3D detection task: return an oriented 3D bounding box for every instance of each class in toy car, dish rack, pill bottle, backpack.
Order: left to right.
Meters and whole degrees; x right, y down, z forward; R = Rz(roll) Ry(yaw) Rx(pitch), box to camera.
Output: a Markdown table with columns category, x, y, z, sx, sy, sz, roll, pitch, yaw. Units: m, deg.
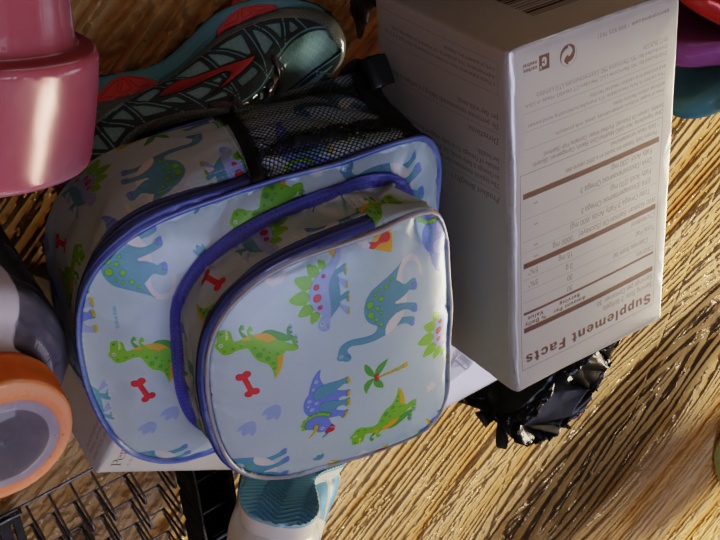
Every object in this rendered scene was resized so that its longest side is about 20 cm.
| category | x | y | z | sx | sy | sz | roll | pitch | yaw |
| --- | --- | --- | --- | --- | --- | --- | --- | --- | --- |
| pill bottle | -0.212 | 0.023 | 0.668 | 0.106 | 0.200 | 0.107 | -22 | 135 | -24 |
| dish rack | -0.184 | 0.200 | 0.957 | 0.199 | 0.055 | 0.154 | -26 | 136 | -23 |
| backpack | -0.052 | 0.012 | 0.690 | 0.198 | 0.147 | 0.184 | -16 | 128 | -16 |
| toy car | 0.268 | -0.185 | 0.957 | 0.148 | 0.176 | 0.201 | 2 | 130 | 1 |

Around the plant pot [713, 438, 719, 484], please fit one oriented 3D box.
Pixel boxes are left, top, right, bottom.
| category | x | y | z | sx | sy | sz | roll | pitch | yaw |
| --- | --- | --- | --- | --- | --- | --- | --- | --- | --- |
| plant pot | 0.524 | 0.194 | 1.478 | 0.190 | 0.199 | 0.201 | -40 | 142 | -26 |

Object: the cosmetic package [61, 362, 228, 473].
| category | x | y | z | sx | sy | sz | roll | pitch | yaw |
| --- | --- | --- | --- | --- | --- | --- | --- | --- | --- |
| cosmetic package | -0.090 | 0.069 | 0.905 | 0.199 | 0.081 | 0.114 | 3 | 123 | -43 |

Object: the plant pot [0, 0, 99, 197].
| category | x | y | z | sx | sy | sz | roll | pitch | yaw |
| --- | --- | --- | --- | --- | --- | --- | --- | --- | --- |
| plant pot | -0.204 | -0.140 | 0.561 | 0.199 | 0.199 | 0.181 | -6 | 111 | -37 |

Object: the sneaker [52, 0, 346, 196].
| category | x | y | z | sx | sy | sz | roll | pitch | yaw |
| --- | --- | --- | --- | --- | --- | --- | --- | --- | --- |
| sneaker | -0.083 | -0.082 | 0.769 | 0.199 | 0.096 | 0.080 | -31 | 138 | -16 |

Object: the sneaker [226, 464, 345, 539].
| category | x | y | z | sx | sy | sz | roll | pitch | yaw |
| --- | --- | --- | --- | --- | --- | --- | --- | --- | --- |
| sneaker | -0.059 | 0.175 | 0.965 | 0.200 | 0.076 | 0.082 | -52 | 156 | -78 |

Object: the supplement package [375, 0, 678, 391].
| category | x | y | z | sx | sy | sz | roll | pitch | yaw |
| --- | --- | --- | --- | --- | --- | --- | --- | --- | --- |
| supplement package | 0.091 | -0.059 | 0.745 | 0.117 | 0.117 | 0.202 | -23 | 127 | -27 |

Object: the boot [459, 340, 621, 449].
| category | x | y | z | sx | sy | sz | roll | pitch | yaw |
| --- | --- | --- | --- | --- | --- | --- | --- | --- | --- |
| boot | 0.125 | 0.016 | 0.979 | 0.199 | 0.162 | 0.073 | -49 | 142 | 6 |

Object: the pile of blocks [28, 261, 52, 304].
| category | x | y | z | sx | sy | sz | roll | pitch | yaw |
| --- | --- | --- | --- | --- | --- | --- | --- | --- | --- |
| pile of blocks | -0.160 | -0.004 | 0.785 | 0.198 | 0.082 | 0.063 | -21 | 122 | -5 |

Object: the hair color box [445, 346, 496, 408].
| category | x | y | z | sx | sy | sz | roll | pitch | yaw |
| --- | --- | --- | --- | --- | --- | --- | --- | --- | --- |
| hair color box | 0.000 | 0.000 | 0.841 | 0.110 | 0.064 | 0.201 | -27 | 109 | -15 |

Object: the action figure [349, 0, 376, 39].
| category | x | y | z | sx | sy | sz | roll | pitch | yaw |
| --- | --- | --- | --- | --- | --- | --- | --- | --- | --- |
| action figure | 0.067 | -0.186 | 0.807 | 0.199 | 0.102 | 0.120 | -21 | 140 | -30 |
